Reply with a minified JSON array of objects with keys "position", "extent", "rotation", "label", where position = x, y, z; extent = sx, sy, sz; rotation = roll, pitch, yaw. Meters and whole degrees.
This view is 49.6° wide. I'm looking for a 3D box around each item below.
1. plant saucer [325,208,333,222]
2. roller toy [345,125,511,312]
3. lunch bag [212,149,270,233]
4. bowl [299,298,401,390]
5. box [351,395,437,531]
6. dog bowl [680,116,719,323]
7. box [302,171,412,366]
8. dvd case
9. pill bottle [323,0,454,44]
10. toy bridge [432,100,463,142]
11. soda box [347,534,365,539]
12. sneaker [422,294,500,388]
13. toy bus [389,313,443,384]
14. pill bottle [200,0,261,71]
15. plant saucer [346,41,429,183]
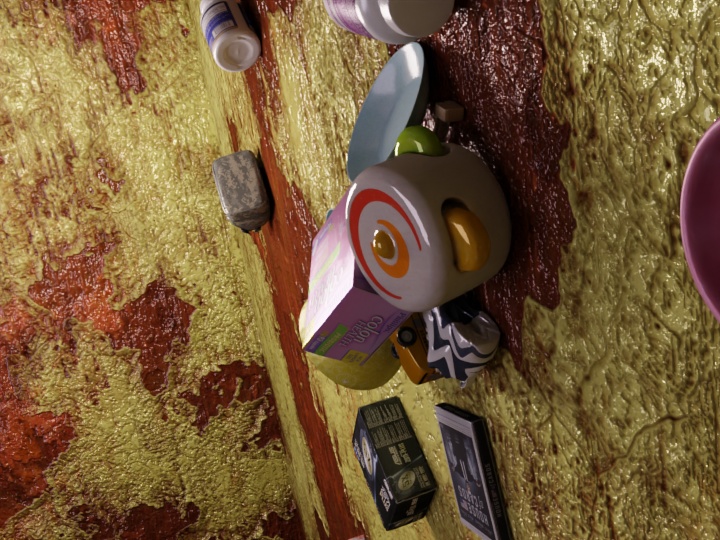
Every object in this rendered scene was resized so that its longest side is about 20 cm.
[{"position":[-0.025,-0.028,1.556],"extent":[0.200,0.027,0.201],"rotation":[165,90,-73],"label":"plant saucer"},{"position":[0.075,-0.048,0.926],"extent":[0.200,0.139,0.183],"rotation":[50,147,24],"label":"roller toy"},{"position":[-0.340,-0.225,2.279],"extent":[0.168,0.139,0.201],"rotation":[72,179,-74],"label":"lunch bag"},{"position":[0.009,0.085,1.292],"extent":[0.108,0.199,0.201],"rotation":[-48,56,47],"label":"bowl"},{"position":[0.060,0.375,1.511],"extent":[0.164,0.086,0.201],"rotation":[100,151,-54],"label":"box"},{"position":[0.273,-0.026,0.457],"extent":[0.200,0.073,0.201],"rotation":[165,90,-75],"label":"dog bowl"},{"position":[0.000,0.000,1.099],"extent":[0.176,0.096,0.201],"rotation":[129,151,-48],"label":"box"},{"position":[0.170,0.312,1.192],"extent":[0.150,0.025,0.201],"rotation":[179,78,-74],"label":"dvd case"},{"position":[0.033,-0.333,0.934],"extent":[0.200,0.112,0.113],"rotation":[-132,32,-59],"label":"pill bottle"},{"position":[0.110,-0.122,1.010],"extent":[0.067,0.027,0.201],"rotation":[-125,26,-57],"label":"toy bridge"},{"position":[0.011,0.834,2.126],"extent":[0.069,0.063,0.201],"rotation":[100,152,-56],"label":"soda box"},{"position":[0.113,0.077,1.079],"extent":[0.199,0.079,0.130],"rotation":[50,143,37],"label":"sneaker"},{"position":[0.075,0.072,1.208],"extent":[0.065,0.078,0.201],"rotation":[107,145,-63],"label":"toy bus"},{"position":[-0.328,-0.596,1.919],"extent":[0.120,0.119,0.201],"rotation":[97,154,-52],"label":"pill bottle"},{"position":[0.045,-0.202,1.037],"extent":[0.201,0.039,0.202],"rotation":[-49,29,41],"label":"plant saucer"}]
